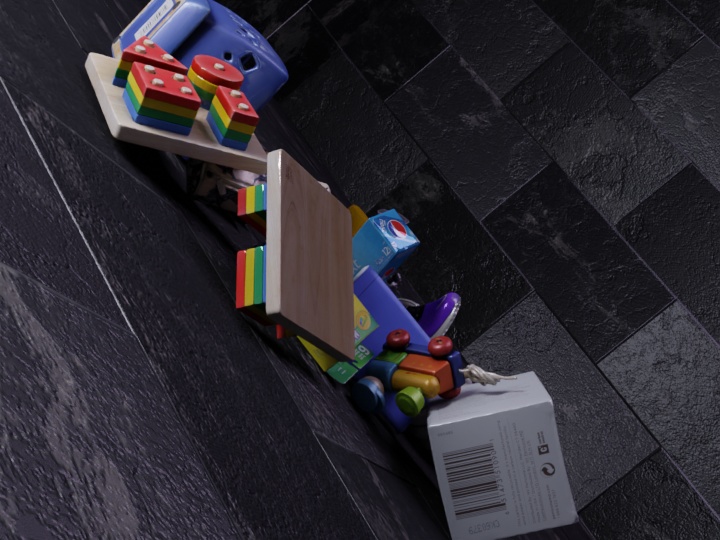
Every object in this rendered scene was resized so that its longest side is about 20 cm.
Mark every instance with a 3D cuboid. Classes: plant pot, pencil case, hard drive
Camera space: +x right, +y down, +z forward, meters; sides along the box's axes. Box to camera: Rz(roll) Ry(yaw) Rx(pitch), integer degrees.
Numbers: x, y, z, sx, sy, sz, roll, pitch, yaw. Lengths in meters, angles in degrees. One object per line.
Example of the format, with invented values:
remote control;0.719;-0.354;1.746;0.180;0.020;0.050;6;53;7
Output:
plant pot;-0.246;-0.301;1.559;0.180;0.200;0.200;41;10;-30
pencil case;-0.131;-0.102;1.396;0.198;0.079;0.090;18;17;-22
hard drive;0.031;0.112;1.518;0.201;0.132;0.025;50;-26;-11

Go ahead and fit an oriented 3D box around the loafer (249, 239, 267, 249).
loafer;-0.105;-0.020;1.551;0.072;0.063;0.200;52;5;11

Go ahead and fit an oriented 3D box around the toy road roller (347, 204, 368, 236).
toy road roller;-0.021;-0.017;1.798;0.123;0.146;0.200;55;7;35

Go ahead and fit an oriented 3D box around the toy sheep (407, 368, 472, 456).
toy sheep;0.127;0.210;1.630;0.138;0.137;0.202;-93;157;-81

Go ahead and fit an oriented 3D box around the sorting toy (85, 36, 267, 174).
sorting toy;-0.220;-0.218;1.329;0.198;0.070;0.199;11;29;-32

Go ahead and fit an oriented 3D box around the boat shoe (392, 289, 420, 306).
boat shoe;0.058;0.072;1.871;0.075;0.062;0.200;52;-25;-8

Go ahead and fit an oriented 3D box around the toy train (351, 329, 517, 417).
toy train;0.092;0.150;1.405;0.198;0.116;0.086;8;-57;38

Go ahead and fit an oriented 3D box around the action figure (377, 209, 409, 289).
action figure;0.023;0.008;1.708;0.069;0.202;0.130;25;31;14

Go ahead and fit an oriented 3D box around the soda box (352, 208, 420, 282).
soda box;0.000;0.000;1.594;0.064;0.200;0.068;-23;71;-48

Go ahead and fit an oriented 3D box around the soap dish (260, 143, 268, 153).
soap dish;-0.137;-0.120;1.852;0.158;0.081;0.200;55;7;30

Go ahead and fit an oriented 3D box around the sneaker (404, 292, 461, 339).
sneaker;0.065;0.088;1.661;0.099;0.200;0.070;44;27;-3

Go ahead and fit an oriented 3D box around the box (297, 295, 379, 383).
box;-0.055;0.047;1.419;0.201;0.048;0.117;53;30;0

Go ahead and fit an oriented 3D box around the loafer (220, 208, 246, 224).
loafer;-0.168;-0.109;1.550;0.072;0.073;0.200;50;5;8

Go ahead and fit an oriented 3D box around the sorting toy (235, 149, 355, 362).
sorting toy;-0.079;-0.008;1.286;0.199;0.069;0.203;39;45;-58

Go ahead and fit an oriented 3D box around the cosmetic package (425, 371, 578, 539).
cosmetic package;0.182;0.246;1.428;0.200;0.163;0.167;-65;142;-83
